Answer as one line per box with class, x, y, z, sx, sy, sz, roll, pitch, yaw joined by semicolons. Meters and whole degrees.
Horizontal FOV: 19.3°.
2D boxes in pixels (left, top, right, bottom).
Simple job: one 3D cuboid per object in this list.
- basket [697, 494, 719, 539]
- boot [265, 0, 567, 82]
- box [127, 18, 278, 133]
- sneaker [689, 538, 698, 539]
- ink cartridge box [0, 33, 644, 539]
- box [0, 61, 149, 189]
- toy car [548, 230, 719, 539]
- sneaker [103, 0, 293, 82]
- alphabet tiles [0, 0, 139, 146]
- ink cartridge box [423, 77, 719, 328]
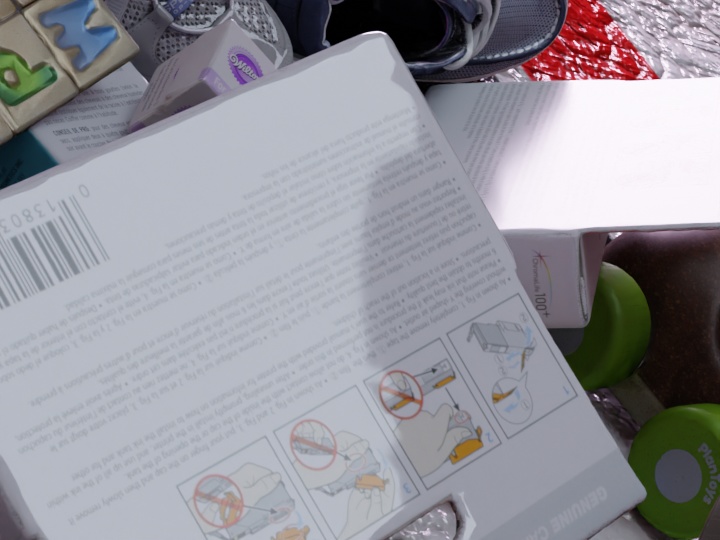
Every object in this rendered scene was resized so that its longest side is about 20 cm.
basket;0.200;0.128;0.618;0.199;0.137;0.180;14;43;30
boot;0.033;-0.109;0.934;0.199;0.073;0.090;-4;22;-36
box;0.000;0.000;0.757;0.200;0.039;0.042;48;34;-22
sneaker;0.050;0.126;0.647;0.073;0.082;0.200;51;30;15
ink cartridge box;-0.029;0.038;0.637;0.199;0.044;0.174;-27;86;-37
box;-0.147;-0.087;0.756;0.200;0.049;0.082;48;28;15
toy car;0.196;0.001;0.889;0.164;0.200;0.158;-2;48;-53
sneaker;-0.100;-0.134;0.816;0.200;0.082;0.075;42;62;-14
alphabet tiles;-0.181;-0.115;0.666;0.200;0.008;0.167;53;46;-4
ink cartridge box;0.097;-0.033;0.867;0.172;0.044;0.200;0;22;12
